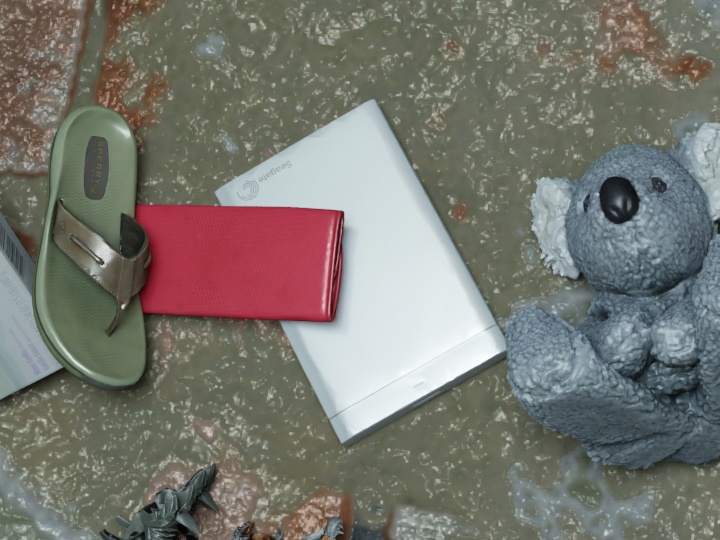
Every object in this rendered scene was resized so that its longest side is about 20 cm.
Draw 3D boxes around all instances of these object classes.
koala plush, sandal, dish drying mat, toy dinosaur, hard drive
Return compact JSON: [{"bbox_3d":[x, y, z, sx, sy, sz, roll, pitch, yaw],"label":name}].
[{"bbox_3d":[0.184,0.005,1.076,0.176,0.184,0.202,-23,54,18],"label":"koala plush"},{"bbox_3d":[-0.176,-0.020,1.141,0.057,0.079,0.203,-23,67,52],"label":"sandal"},{"bbox_3d":[-0.104,-0.006,1.168,0.198,0.018,0.078,2,80,24],"label":"dish drying mat"},{"bbox_3d":[-0.102,0.209,1.111,0.199,0.102,0.137,-27,91,-18],"label":"toy dinosaur"},{"bbox_3d":[0.000,0.000,1.163,0.131,0.027,0.201,-29,75,4],"label":"hard drive"}]

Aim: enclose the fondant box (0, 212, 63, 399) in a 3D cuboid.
[{"bbox_3d":[-0.316,0.040,1.157,0.199,0.145,0.058,-26,30,5],"label":"fondant box"}]
